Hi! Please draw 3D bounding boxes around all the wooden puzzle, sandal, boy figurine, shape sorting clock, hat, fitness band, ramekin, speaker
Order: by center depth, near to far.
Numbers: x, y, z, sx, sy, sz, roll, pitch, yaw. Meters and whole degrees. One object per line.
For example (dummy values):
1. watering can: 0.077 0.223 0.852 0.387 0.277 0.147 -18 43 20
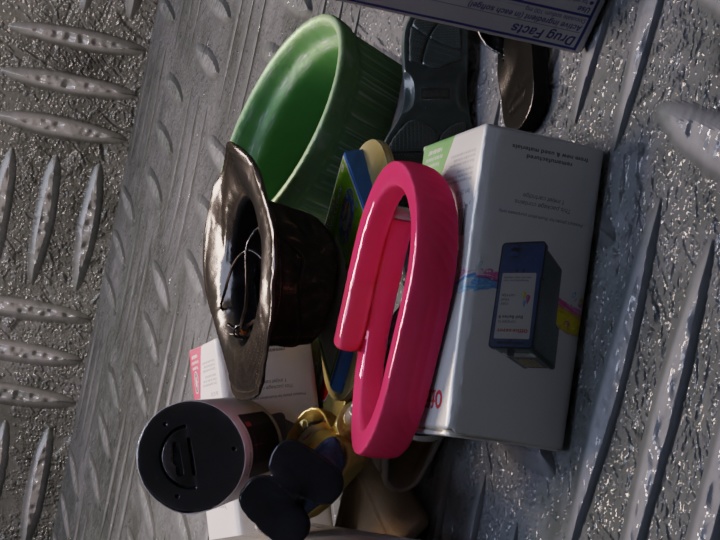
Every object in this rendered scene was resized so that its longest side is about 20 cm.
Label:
1. fitness band: 0.023 0.027 1.269 0.144 0.037 0.201 -125 44 -67
2. sandal: 0.107 -0.194 1.393 0.075 0.045 0.201 123 153 -55
3. boy figurine: -0.032 0.142 1.415 0.125 0.064 0.200 -52 0 10
4. speaker: -0.110 0.135 1.419 0.200 0.081 0.082 35 -116 -83
5. shape sorting clock: 0.000 0.000 1.448 0.200 0.039 0.202 -174 90 -73
6. hat: -0.061 -0.002 1.454 0.200 0.080 0.202 177 90 -73
7. wooden puzzle: 0.004 0.254 1.530 0.185 0.037 0.201 -122 49 -68
8. ramekin: -0.030 -0.106 1.609 0.200 0.097 0.201 -47 29 36

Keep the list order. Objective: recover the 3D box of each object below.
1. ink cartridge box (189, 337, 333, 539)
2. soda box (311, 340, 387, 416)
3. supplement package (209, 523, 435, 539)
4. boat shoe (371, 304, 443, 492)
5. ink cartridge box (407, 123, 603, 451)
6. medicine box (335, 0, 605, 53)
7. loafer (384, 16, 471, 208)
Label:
1. ink cartridge box: -0.084 0.157 1.596 0.145 0.084 0.202 155 109 -75
2. soda box: -0.005 0.089 1.586 0.200 0.067 0.065 -178 97 -75
3. supplement package: -0.070 0.270 1.351 0.191 0.199 0.148 -7 88 61
4. boat shoe: 0.047 0.093 1.405 0.201 0.070 0.070 112 152 -45
5. ink cartridge box: 0.086 0.015 1.268 0.145 0.087 0.202 170 110 -75
6. medicine box: 0.090 -0.263 1.240 0.103 0.181 0.201 -96 22 -46
7. loafer: 0.056 -0.112 1.518 0.063 0.071 0.201 83 -166 -69
